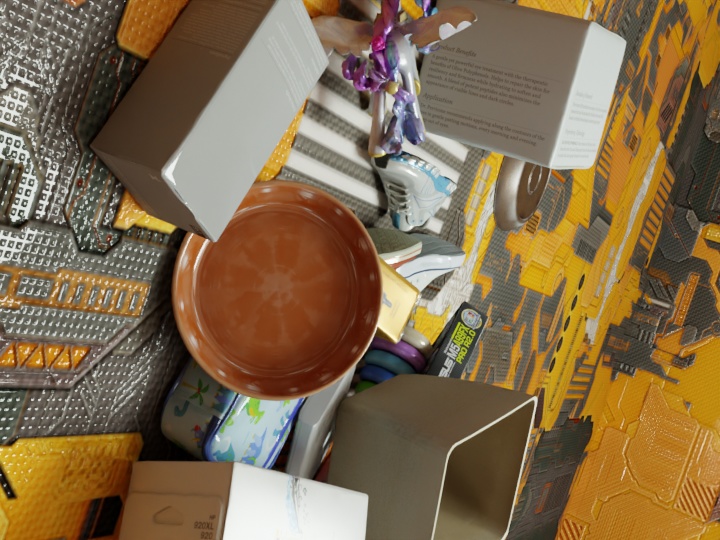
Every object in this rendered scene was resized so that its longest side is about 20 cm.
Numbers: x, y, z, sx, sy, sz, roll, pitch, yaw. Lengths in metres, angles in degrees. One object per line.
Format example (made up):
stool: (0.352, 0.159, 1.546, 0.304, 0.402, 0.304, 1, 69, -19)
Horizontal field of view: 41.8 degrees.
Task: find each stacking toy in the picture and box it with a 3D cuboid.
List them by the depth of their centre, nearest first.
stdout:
stacking toy: (0.020, 0.170, 1.233, 0.202, 0.084, 0.086, -63, 153, -19)

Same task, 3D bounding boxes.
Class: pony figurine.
pony figurine: (0.030, -0.223, 0.952, 0.194, 0.164, 0.202, -88, 175, -56)

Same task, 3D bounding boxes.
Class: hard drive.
hard drive: (-0.050, 0.184, 1.105, 0.132, 0.026, 0.201, -58, 169, -42)

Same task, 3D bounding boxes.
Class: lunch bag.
lunch bag: (-0.106, 0.108, 0.968, 0.202, 0.082, 0.161, -61, 155, -15)

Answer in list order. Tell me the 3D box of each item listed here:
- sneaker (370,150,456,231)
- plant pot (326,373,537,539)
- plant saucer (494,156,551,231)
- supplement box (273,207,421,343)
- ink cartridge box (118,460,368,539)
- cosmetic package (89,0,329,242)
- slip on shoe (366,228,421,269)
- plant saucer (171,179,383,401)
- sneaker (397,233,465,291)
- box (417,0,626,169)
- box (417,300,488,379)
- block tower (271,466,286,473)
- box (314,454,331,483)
sneaker: (0.059, -0.094, 1.156, 0.088, 0.074, 0.200, -64, 154, 2)
plant pot: (0.070, 0.231, 1.117, 0.199, 0.176, 0.203, -16, 121, -51)
plant saucer: (0.281, -0.159, 1.577, 0.200, 0.032, 0.203, -42, 141, -45)
supplement box: (-0.024, -0.001, 0.982, 0.200, 0.068, 0.067, 39, 71, -35)
ink cartridge box: (-0.113, 0.270, 0.898, 0.199, 0.146, 0.147, 28, 61, -45)
cosmetic package: (-0.117, -0.139, 0.771, 0.201, 0.089, 0.107, -57, 151, -19)
slip on shoe: (0.000, 0.000, 1.104, 0.199, 0.073, 0.062, -30, 135, -45)
plant saucer: (-0.077, 0.018, 0.877, 0.203, 0.198, 0.032, -66, -165, -6)
sneaker: (0.067, 0.000, 1.248, 0.199, 0.073, 0.072, -10, 127, -50)
box: (0.199, -0.235, 1.179, 0.199, 0.197, 0.174, -13, 119, -61)
box: (0.094, 0.160, 1.311, 0.161, 0.044, 0.201, -58, 179, -43)
block tower: (-0.154, 0.277, 1.020, 0.199, 0.053, 0.059, -34, 137, -51)
box: (-0.027, 0.339, 1.259, 0.201, 0.094, 0.103, -54, 150, -28)
